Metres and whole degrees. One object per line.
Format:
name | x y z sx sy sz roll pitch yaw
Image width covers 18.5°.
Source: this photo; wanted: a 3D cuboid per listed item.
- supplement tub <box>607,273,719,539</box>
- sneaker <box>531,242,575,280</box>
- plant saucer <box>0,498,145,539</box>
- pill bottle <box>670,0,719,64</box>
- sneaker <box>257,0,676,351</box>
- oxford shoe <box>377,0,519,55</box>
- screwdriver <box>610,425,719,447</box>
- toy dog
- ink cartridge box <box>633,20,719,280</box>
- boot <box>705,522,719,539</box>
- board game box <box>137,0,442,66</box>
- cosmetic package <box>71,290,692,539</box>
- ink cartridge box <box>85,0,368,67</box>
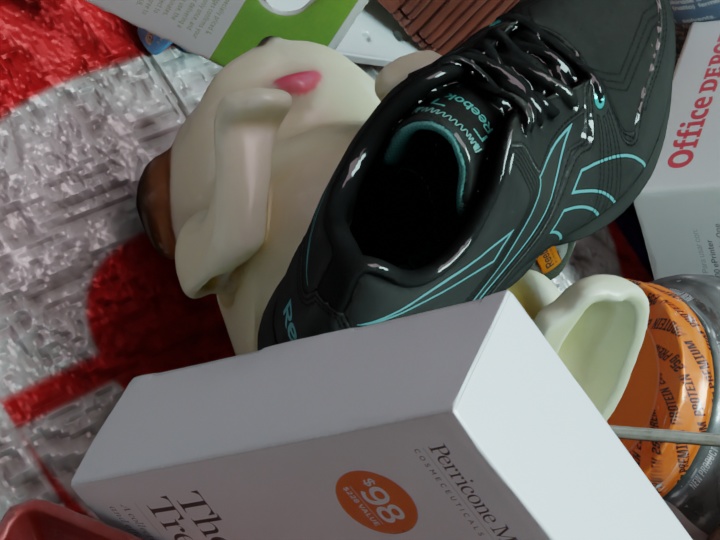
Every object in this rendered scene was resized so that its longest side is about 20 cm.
supplement tub | 0.172 0.074 0.956 0.199 0.122 0.123 17 50 -36
sneaker | 0.068 -0.044 0.924 0.200 0.074 0.080 48 27 -76
plant saucer | -0.049 0.188 0.610 0.199 0.037 0.201 20 65 11
pill bottle | 0.162 -0.189 1.091 0.200 0.119 0.120 53 28 -48
sneaker | 0.044 -0.037 0.688 0.075 0.079 0.200 31 60 13
oxford shoe | 0.030 -0.151 0.986 0.199 0.071 0.074 26 43 -31
screwdriver | 0.103 0.061 0.854 0.029 0.199 0.028 40 57 -54
toy dog | 0.000 0.000 0.812 0.139 0.194 0.200 -24 55 -9
ink cartridge box | 0.239 -0.053 1.012 0.084 0.199 0.145 68 31 -33
boot | 0.114 0.116 0.820 0.200 0.064 0.187 -38 124 -25
board game box | -0.045 -0.176 1.004 0.199 0.026 0.201 3 60 -44
cosmetic package | 0.031 0.104 0.661 0.200 0.150 0.052 52 43 -25
ink cartridge box | -0.076 -0.172 0.841 0.199 0.148 0.076 26 44 -12
